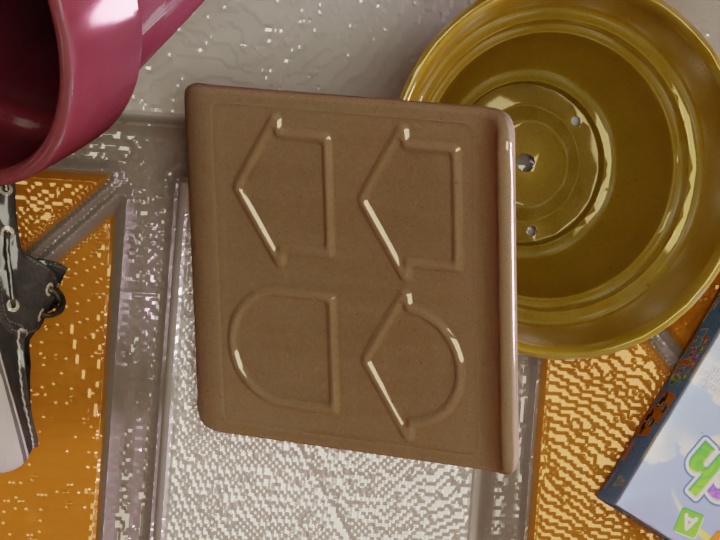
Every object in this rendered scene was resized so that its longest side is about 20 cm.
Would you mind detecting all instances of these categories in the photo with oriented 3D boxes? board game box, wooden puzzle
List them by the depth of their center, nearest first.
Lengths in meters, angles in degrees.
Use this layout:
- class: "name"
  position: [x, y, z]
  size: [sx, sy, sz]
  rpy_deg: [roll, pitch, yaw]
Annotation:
- class: "wooden puzzle"
  position: [0.000, 0.000, 1.443]
  size: [0.046, 0.199, 0.186]
  rpy_deg: [-23, 116, -55]
- class: "board game box"
  position: [0.246, 0.081, 1.586]
  size: [0.151, 0.037, 0.200]
  rpy_deg: [33, 86, -15]

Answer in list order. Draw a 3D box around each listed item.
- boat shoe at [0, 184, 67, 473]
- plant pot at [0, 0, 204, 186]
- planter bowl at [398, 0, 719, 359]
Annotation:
- class: "boat shoe"
  position: [-0.183, 0.001, 1.451]
  size: [0.066, 0.070, 0.201]
  rpy_deg: [-12, 89, -13]
- class: "plant pot"
  position: [-0.152, -0.168, 1.378]
  size: [0.179, 0.200, 0.200]
  rpy_deg: [-37, 104, -38]
- class: "planter bowl"
  position: [0.099, -0.056, 1.511]
  size: [0.200, 0.083, 0.201]
  rpy_deg: [-1, 94, -16]
